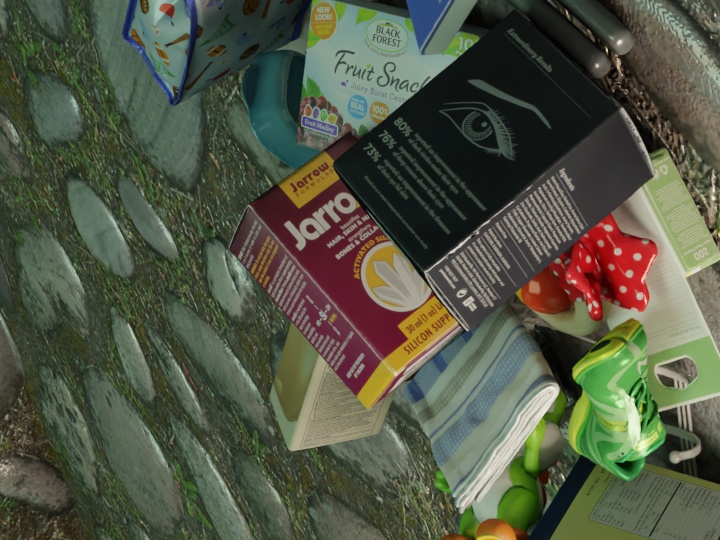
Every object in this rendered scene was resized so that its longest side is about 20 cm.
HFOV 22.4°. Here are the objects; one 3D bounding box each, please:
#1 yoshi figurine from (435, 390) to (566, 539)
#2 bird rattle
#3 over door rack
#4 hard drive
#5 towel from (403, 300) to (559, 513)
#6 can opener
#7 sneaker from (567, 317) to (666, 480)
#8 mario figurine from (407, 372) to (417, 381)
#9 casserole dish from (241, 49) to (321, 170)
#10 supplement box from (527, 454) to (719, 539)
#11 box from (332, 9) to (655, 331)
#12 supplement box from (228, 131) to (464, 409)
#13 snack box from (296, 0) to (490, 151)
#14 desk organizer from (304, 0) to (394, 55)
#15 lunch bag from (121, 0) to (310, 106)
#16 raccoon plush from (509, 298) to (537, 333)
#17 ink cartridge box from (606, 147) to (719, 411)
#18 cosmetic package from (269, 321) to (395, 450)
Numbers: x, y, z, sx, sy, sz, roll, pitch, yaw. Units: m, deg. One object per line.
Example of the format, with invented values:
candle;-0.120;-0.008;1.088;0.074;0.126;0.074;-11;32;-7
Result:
yoshi figurine;0.125;0.170;1.633;0.112;0.200;0.112;14;142;14
bird rattle;0.166;-0.011;1.532;0.200;0.113;0.163;29;156;29
over door rack;0.229;0.131;1.670;0.200;0.067;0.148;32;142;48
hard drive;0.054;-0.298;1.505;0.132;0.025;0.201;125;135;-64
towel;0.104;0.107;1.629;0.024;0.147;0.200;27;-161;-25
can opener;0.146;-0.229;1.475;0.200;0.053;0.066;47;-173;32
sneaker;0.224;0.109;1.517;0.084;0.074;0.200;41;159;26
mario figurine;0.096;0.032;1.757;0.106;0.124;0.200;23;129;-4
casserole dish;-0.031;-0.143;1.777;0.039;0.121;0.200;-25;137;37
supplement box;0.268;0.292;1.605;0.199;0.134;0.200;14;134;27
box;0.105;-0.080;1.432;0.148;0.200;0.104;52;-179;38
supplement box;0.000;0.000;1.617;0.200;0.131;0.103;48;155;8
snack box;0.035;-0.162;1.638;0.200;0.053;0.143;19;108;39
desk organizer;0.038;-0.157;1.726;0.200;0.072;0.077;57;154;9
lunch bag;-0.138;-0.285;1.814;0.124;0.170;0.200;51;156;9
raccoon plush;0.143;0.088;1.772;0.134;0.097;0.200;-90;21;-57
ink cartridge box;0.247;0.012;1.515;0.200;0.048;0.145;63;156;1
cosmetic package;-0.017;0.086;1.761;0.200;0.105;0.071;110;145;-49
